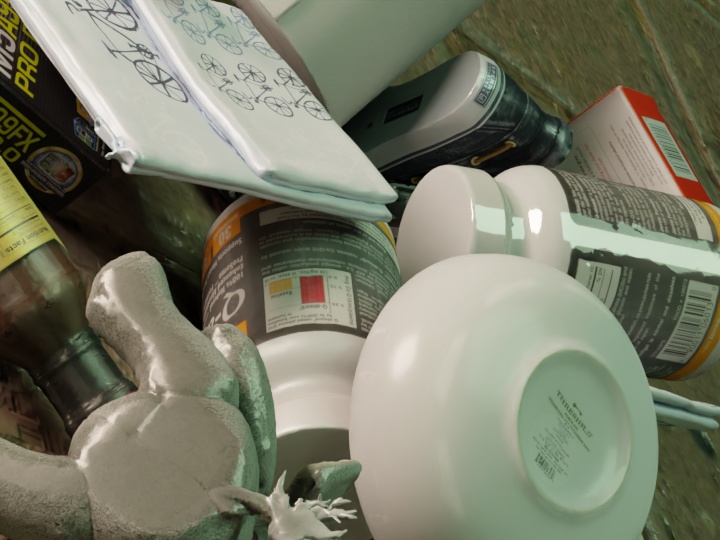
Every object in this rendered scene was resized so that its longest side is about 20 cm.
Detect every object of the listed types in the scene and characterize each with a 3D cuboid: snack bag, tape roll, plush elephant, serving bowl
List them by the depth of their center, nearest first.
[{"bbox_3d":[-0.083,0.118,1.082,0.199,0.155,0.165,28,60,20],"label":"plush elephant"},{"bbox_3d":[0.089,0.087,1.231,0.199,0.066,0.201,8,78,-39],"label":"serving bowl"},{"bbox_3d":[-0.093,-0.103,1.291,0.199,0.021,0.189,10,33,-46],"label":"snack bag"},{"bbox_3d":[0.090,0.066,1.427,0.188,0.199,0.022,15,82,-47],"label":"snack bag"},{"bbox_3d":[-0.036,-0.204,1.510,0.203,0.139,0.203,47,-10,11],"label":"tape roll"}]

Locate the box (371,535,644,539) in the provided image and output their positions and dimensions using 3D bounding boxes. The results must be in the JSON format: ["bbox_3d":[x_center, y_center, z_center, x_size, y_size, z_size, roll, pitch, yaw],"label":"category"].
[{"bbox_3d":[0.085,0.172,1.386,0.200,0.097,0.176,17,43,-55],"label":"box"}]

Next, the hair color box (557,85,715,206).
[{"bbox_3d":[0.134,-0.027,1.625,0.061,0.200,0.102,9,49,-60],"label":"hair color box"}]

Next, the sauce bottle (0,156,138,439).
[{"bbox_3d":[-0.178,-0.004,1.156,0.200,0.065,0.065,56,22,0],"label":"sauce bottle"}]

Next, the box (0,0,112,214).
[{"bbox_3d":[-0.205,-0.146,1.324,0.160,0.044,0.200,42,25,-28],"label":"box"}]

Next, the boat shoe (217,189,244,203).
[{"bbox_3d":[-0.061,-0.072,1.469,0.200,0.072,0.071,40,22,-35],"label":"boat shoe"}]

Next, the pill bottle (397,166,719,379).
[{"bbox_3d":[0.130,-0.001,1.468,0.199,0.117,0.117,11,43,-27],"label":"pill bottle"}]

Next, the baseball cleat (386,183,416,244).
[{"bbox_3d":[0.055,-0.023,1.584,0.070,0.106,0.201,2,52,-45],"label":"baseball cleat"}]

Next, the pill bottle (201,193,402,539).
[{"bbox_3d":[-0.029,0.051,1.301,0.116,0.116,0.200,40,26,-31],"label":"pill bottle"}]

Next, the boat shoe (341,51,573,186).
[{"bbox_3d":[0.046,-0.077,1.546,0.091,0.200,0.071,35,62,-27],"label":"boat shoe"}]
